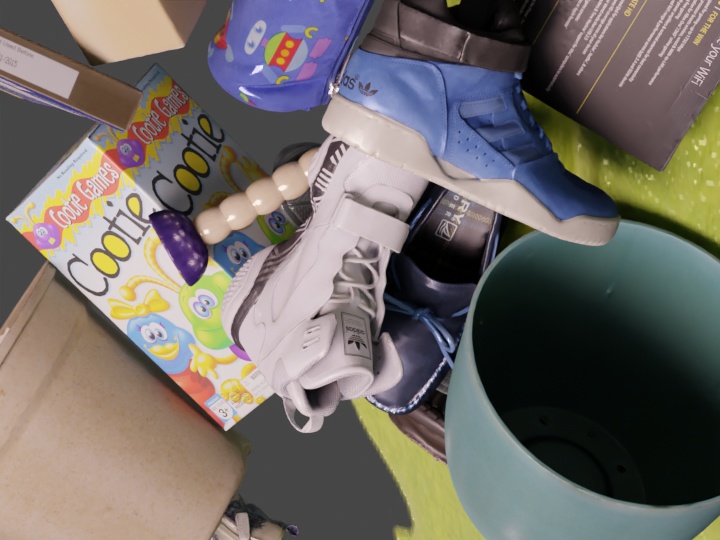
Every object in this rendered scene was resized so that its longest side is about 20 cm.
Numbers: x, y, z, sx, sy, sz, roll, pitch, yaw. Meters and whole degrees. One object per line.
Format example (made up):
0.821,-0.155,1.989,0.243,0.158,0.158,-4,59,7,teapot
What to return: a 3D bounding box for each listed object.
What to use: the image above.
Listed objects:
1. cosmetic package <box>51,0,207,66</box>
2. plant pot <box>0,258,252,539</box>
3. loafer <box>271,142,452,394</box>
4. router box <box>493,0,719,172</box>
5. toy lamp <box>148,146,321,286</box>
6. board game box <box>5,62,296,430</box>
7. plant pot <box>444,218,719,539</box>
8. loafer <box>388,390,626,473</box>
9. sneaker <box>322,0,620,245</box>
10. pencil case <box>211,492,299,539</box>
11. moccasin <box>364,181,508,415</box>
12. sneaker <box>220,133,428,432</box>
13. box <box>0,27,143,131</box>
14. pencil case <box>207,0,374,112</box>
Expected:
-0.159,-0.231,1.389,0.071,0.105,0.200,-8,132,27,cosmetic package
-0.180,0.122,1.566,0.183,0.201,0.201,32,131,-8,plant pot
0.017,-0.007,1.521,0.072,0.063,0.200,-39,105,2,loafer
0.157,-0.171,1.335,0.149,0.051,0.200,31,130,1,router box
-0.030,-0.060,1.442,0.199,0.058,0.058,-32,109,0,toy lamp
-0.110,-0.014,1.538,0.200,0.103,0.105,44,129,-8,board game box
0.140,0.095,1.440,0.200,0.201,0.161,29,143,5,plant pot
0.096,0.134,1.558,0.200,0.073,0.071,33,128,1,loafer
0.083,-0.093,1.341,0.199,0.077,0.112,23,97,-26,sneaker
-0.143,0.159,1.688,0.200,0.078,0.089,37,147,-1,pencil case
0.041,-0.003,1.451,0.080,0.068,0.201,17,105,0,moccasin
0.000,0.000,1.390,0.075,0.115,0.200,19,119,-38,sneaker
-0.226,-0.132,1.481,0.121,0.033,0.200,23,178,-28,box
-0.021,-0.178,1.399,0.087,0.078,0.200,31,130,3,pencil case
